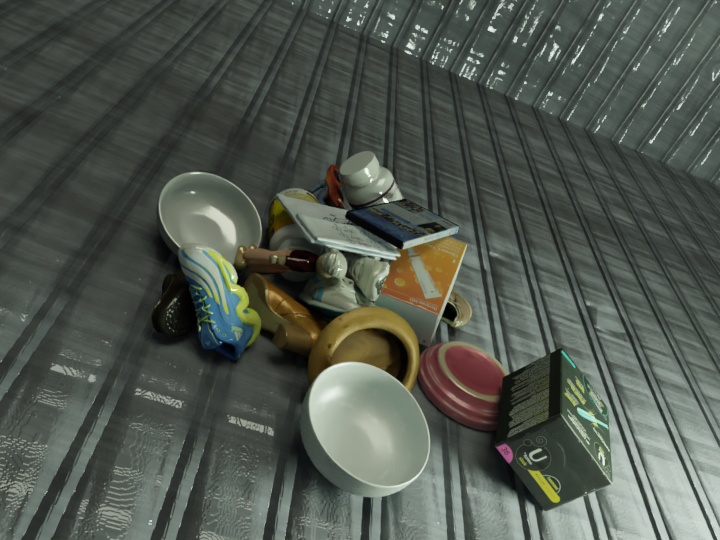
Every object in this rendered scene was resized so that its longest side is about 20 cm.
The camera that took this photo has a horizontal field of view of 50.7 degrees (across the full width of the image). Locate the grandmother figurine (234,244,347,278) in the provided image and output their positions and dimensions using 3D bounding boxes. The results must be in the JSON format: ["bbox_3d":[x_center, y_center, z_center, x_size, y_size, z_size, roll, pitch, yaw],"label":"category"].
[{"bbox_3d":[-0.112,-0.015,1.314,0.198,0.061,0.121,6,15,26],"label":"grandmother figurine"}]

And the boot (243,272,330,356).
[{"bbox_3d":[-0.111,0.083,1.309,0.143,0.071,0.201,15,23,-41],"label":"boot"}]

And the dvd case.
[{"bbox_3d":[0.083,-0.093,1.462,0.142,0.018,0.199,30,29,30],"label":"dvd case"}]

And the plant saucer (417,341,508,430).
[{"bbox_3d":[0.198,0.197,1.374,0.198,0.051,0.201,19,31,-12],"label":"plant saucer"}]

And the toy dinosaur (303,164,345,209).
[{"bbox_3d":[-0.051,-0.168,1.661,0.104,0.199,0.183,28,58,-28],"label":"toy dinosaur"}]

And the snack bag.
[{"bbox_3d":[-0.044,-0.084,1.404,0.187,0.022,0.200,10,24,-32],"label":"snack bag"}]

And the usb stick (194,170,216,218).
[{"bbox_3d":[-0.318,-0.143,1.517,0.055,0.033,0.201,18,31,-16],"label":"usb stick"}]

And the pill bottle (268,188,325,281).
[{"bbox_3d":[-0.125,-0.067,1.474,0.108,0.110,0.201,16,31,-17],"label":"pill bottle"}]

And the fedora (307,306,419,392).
[{"bbox_3d":[-0.002,0.149,1.221,0.198,0.203,0.082,10,-1,-26],"label":"fedora"}]

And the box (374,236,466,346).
[{"bbox_3d":[0.112,0.025,1.455,0.123,0.098,0.201,20,48,8],"label":"box"}]

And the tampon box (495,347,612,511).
[{"bbox_3d":[0.318,0.257,1.250,0.150,0.126,0.200,51,27,-11],"label":"tampon box"}]

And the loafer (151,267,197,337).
[{"bbox_3d":[-0.290,0.042,1.230,0.070,0.074,0.200,0,27,15],"label":"loafer"}]

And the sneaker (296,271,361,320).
[{"bbox_3d":[-0.045,0.042,1.310,0.076,0.081,0.200,38,-7,-28],"label":"sneaker"}]

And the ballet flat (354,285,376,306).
[{"bbox_3d":[-0.008,0.081,1.390,0.071,0.072,0.200,-5,37,-42],"label":"ballet flat"}]

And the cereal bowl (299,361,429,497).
[{"bbox_3d":[-0.003,0.238,1.101,0.198,0.084,0.202,20,41,-19],"label":"cereal bowl"}]

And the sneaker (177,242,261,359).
[{"bbox_3d":[-0.222,0.055,1.168,0.201,0.075,0.106,56,32,-30],"label":"sneaker"}]

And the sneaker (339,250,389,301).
[{"bbox_3d":[0.000,0.000,1.375,0.080,0.076,0.200,23,6,-13],"label":"sneaker"}]

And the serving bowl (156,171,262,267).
[{"bbox_3d":[-0.282,-0.079,1.386,0.198,0.066,0.202,20,49,-25],"label":"serving bowl"}]

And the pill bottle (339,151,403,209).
[{"bbox_3d":[0.034,-0.150,1.629,0.113,0.111,0.201,-95,159,-57],"label":"pill bottle"}]

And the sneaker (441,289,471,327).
[{"bbox_3d":[0.138,0.041,1.545,0.199,0.071,0.075,35,25,13],"label":"sneaker"}]
